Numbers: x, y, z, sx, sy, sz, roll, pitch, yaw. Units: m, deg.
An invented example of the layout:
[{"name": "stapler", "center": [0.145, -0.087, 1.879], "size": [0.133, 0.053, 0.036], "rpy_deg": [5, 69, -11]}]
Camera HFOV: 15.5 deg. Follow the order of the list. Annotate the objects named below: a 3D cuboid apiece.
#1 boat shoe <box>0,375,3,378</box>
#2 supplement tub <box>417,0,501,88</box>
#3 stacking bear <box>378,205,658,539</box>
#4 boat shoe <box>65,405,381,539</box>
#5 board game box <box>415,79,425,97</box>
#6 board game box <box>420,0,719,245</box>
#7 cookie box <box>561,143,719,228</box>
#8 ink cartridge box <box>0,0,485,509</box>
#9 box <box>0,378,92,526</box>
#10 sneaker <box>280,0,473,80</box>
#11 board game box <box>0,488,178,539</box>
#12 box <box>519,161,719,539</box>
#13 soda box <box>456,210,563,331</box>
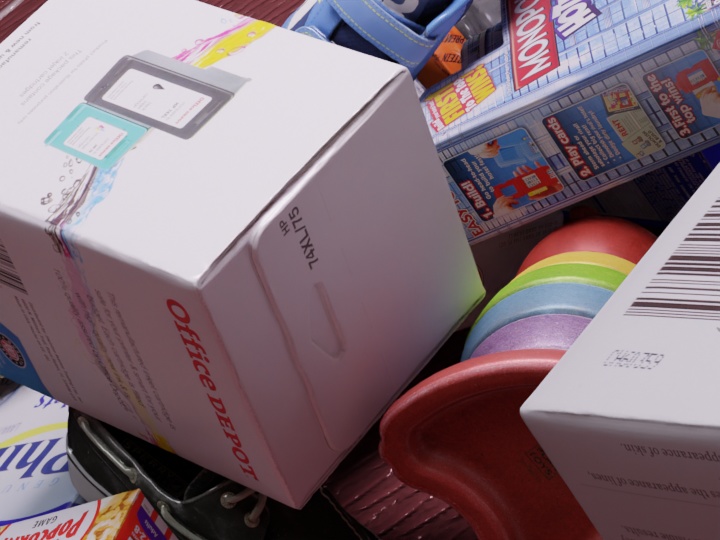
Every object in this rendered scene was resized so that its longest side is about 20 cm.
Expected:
[{"name": "boat shoe", "center": [-0.145, 0.007, 1.369], "size": [0.201, 0.073, 0.063], "rpy_deg": [-23, 33, 28]}, {"name": "supplement tub", "center": [0.112, -0.180, 1.550], "size": [0.200, 0.123, 0.123], "rpy_deg": [-40, 26, -8]}, {"name": "stacking bear", "center": [0.099, 0.041, 1.211], "size": [0.114, 0.121, 0.200], "rpy_deg": [-36, 14, 27]}, {"name": "boat shoe", "center": [-0.058, 0.110, 1.225], "size": [0.200, 0.064, 0.071], "rpy_deg": [27, 53, 21]}, {"name": "board game box", "center": [-0.055, -0.057, 1.467], "size": [0.200, 0.062, 0.200], "rpy_deg": [-9, 18, -7]}, {"name": "board game box", "center": [0.100, -0.096, 1.294], "size": [0.200, 0.062, 0.200], "rpy_deg": [-29, 25, 14]}, {"name": "cookie box", "center": [0.174, -0.104, 1.398], "size": [0.171, 0.075, 0.200], "rpy_deg": [-46, 28, -22]}, {"name": "ink cartridge box", "center": [-0.076, -0.018, 1.182], "size": [0.200, 0.147, 0.146], "rpy_deg": [21, 57, 37]}, {"name": "box", "center": [-0.150, 0.116, 1.386], "size": [0.184, 0.105, 0.200], "rpy_deg": [-14, 33, 39]}, {"name": "sneaker", "center": [0.006, -0.122, 1.302], "size": [0.200, 0.074, 0.082], "rpy_deg": [-56, 3, 4]}, {"name": "board game box", "center": [-0.140, 0.185, 1.203], "size": [0.200, 0.152, 0.046], "rpy_deg": [-18, 30, 35]}, {"name": "box", "center": [0.209, 0.041, 1.044], "size": [0.200, 0.131, 0.199], "rpy_deg": [2, 44, 51]}, {"name": "soda box", "center": [0.000, 0.000, 1.339], "size": [0.200, 0.064, 0.068], "rpy_deg": [-17, 45, -22]}]
